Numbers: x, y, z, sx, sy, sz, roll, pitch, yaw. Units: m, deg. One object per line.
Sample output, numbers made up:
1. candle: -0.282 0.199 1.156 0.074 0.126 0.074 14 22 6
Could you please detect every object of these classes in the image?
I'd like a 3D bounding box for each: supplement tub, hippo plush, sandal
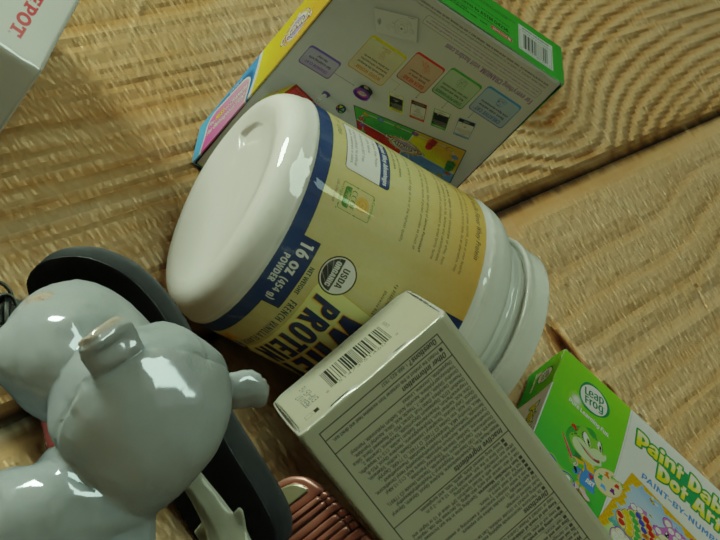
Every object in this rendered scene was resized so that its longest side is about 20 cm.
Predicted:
1. supplement tub: 0.000 0.000 0.922 0.199 0.144 0.145 28 39 -23
2. hippo plush: -0.131 0.087 0.638 0.159 0.162 0.199 15 13 -46
3. sandal: -0.108 0.070 0.804 0.201 0.076 0.043 52 36 7

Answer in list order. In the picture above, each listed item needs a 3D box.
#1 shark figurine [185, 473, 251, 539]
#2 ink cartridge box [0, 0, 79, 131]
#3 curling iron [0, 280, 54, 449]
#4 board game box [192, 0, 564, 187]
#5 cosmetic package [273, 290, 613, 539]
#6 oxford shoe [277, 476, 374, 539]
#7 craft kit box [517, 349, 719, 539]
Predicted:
1. shark figurine: -0.054 0.165 0.741 0.127 0.089 0.216 16 58 -41
2. ink cartridge box: -0.262 -0.182 0.880 0.199 0.084 0.146 34 37 -17
3. curling iron: -0.157 0.097 0.776 0.049 0.026 0.201 -19 74 -29
4. board game box: 0.008 -0.105 0.983 0.152 0.200 0.041 30 38 -21
5. cosmetic package: 0.054 0.122 0.844 0.201 0.103 0.073 54 -7 -17
6. oxford shoe: 0.011 0.200 0.827 0.201 0.071 0.074 58 12 16
7. craft kit box: 0.172 0.179 1.015 0.200 0.049 0.198 42 33 -7
